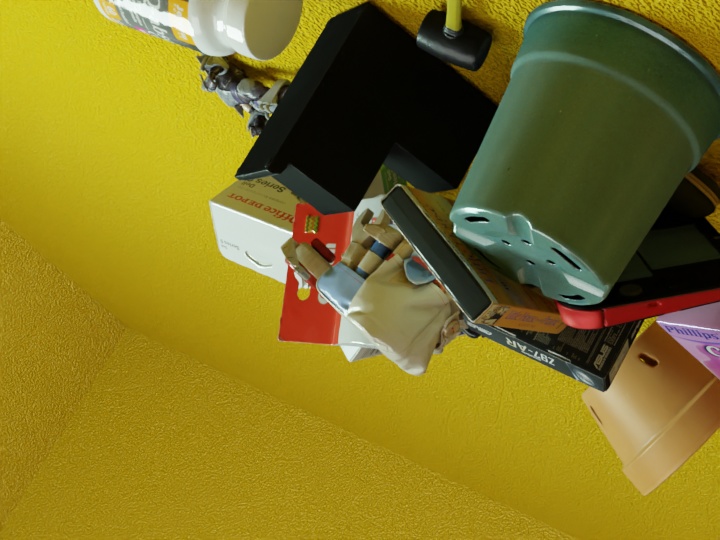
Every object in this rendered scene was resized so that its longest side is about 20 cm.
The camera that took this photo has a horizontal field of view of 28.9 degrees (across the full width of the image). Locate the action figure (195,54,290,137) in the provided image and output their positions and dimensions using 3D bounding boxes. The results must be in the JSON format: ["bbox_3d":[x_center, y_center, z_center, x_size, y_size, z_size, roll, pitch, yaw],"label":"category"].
[{"bbox_3d":[-0.131,-0.210,1.666,0.200,0.069,0.130,21,168,44],"label":"action figure"}]

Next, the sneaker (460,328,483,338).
[{"bbox_3d":[0.123,0.034,1.606,0.076,0.114,0.200,28,158,4],"label":"sneaker"}]

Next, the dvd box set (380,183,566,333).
[{"bbox_3d":[0.112,-0.008,1.293,0.146,0.029,0.200,53,-160,23],"label":"dvd box set"}]

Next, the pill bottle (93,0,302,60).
[{"bbox_3d":[-0.164,-0.281,1.394,0.200,0.117,0.116,23,164,29],"label":"pill bottle"}]

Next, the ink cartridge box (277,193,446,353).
[{"bbox_3d":[0.000,0.000,1.484,0.199,0.163,0.050,3,170,24],"label":"ink cartridge box"}]

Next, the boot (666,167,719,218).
[{"bbox_3d":[0.224,-0.060,1.319,0.200,0.139,0.077,25,164,16],"label":"boot"}]

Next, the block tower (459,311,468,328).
[{"bbox_3d":[0.150,0.033,1.475,0.199,0.054,0.058,1,167,17],"label":"block tower"}]

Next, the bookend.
[{"bbox_3d":[0.016,-0.124,1.396,0.200,0.199,0.092,35,165,-21],"label":"bookend"}]

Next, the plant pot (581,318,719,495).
[{"bbox_3d":[0.365,0.153,1.693,0.140,0.200,0.200,46,168,11],"label":"plant pot"}]

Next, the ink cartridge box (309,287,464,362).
[{"bbox_3d":[0.026,0.005,1.721,0.200,0.199,0.041,59,139,24],"label":"ink cartridge box"}]

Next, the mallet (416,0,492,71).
[{"bbox_3d":[0.090,-0.237,1.208,0.066,0.041,0.200,29,161,6],"label":"mallet"}]

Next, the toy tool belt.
[{"bbox_3d":[0.026,0.002,1.383,0.200,0.123,0.125,41,176,37],"label":"toy tool belt"}]

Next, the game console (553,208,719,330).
[{"bbox_3d":[0.253,-0.010,1.290,0.200,0.176,0.031,-104,0,-66],"label":"game console"}]

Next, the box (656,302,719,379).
[{"bbox_3d":[0.439,0.073,1.424,0.200,0.097,0.176,40,163,-30],"label":"box"}]

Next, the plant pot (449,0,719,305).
[{"bbox_3d":[0.184,-0.090,1.185,0.200,0.196,0.200,28,164,9],"label":"plant pot"}]

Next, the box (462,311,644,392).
[{"bbox_3d":[0.219,0.000,1.406,0.160,0.200,0.044,24,163,21],"label":"box"}]

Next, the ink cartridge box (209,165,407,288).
[{"bbox_3d":[-0.059,-0.079,1.670,0.145,0.200,0.088,21,137,35],"label":"ink cartridge box"}]
